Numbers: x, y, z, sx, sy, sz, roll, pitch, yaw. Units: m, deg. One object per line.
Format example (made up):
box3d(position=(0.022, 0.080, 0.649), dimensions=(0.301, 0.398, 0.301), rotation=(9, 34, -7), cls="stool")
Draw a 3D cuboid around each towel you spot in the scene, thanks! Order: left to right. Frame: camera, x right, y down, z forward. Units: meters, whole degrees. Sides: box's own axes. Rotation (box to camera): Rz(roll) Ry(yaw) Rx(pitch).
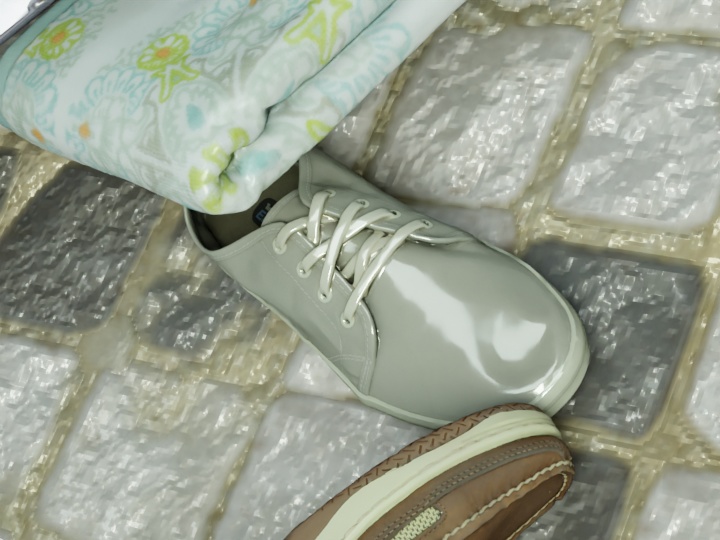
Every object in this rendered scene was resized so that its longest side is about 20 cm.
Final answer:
box3d(position=(-0.036, -0.110, 0.911), dimensions=(0.200, 0.048, 0.171), rotation=(-45, 31, -17), cls="towel")

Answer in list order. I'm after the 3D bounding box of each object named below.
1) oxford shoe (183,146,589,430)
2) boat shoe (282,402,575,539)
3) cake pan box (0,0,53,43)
box3d(position=(0.000, 0.000, 0.866), dimensions=(0.200, 0.058, 0.075), rotation=(33, 79, 38), cls="oxford shoe")
box3d(position=(-0.002, 0.124, 0.769), dimensions=(0.202, 0.075, 0.075), rotation=(-33, 66, -16), cls="boat shoe")
box3d(position=(-0.154, -0.120, 0.965), dimensions=(0.200, 0.052, 0.184), rotation=(-37, 12, 7), cls="cake pan box")
